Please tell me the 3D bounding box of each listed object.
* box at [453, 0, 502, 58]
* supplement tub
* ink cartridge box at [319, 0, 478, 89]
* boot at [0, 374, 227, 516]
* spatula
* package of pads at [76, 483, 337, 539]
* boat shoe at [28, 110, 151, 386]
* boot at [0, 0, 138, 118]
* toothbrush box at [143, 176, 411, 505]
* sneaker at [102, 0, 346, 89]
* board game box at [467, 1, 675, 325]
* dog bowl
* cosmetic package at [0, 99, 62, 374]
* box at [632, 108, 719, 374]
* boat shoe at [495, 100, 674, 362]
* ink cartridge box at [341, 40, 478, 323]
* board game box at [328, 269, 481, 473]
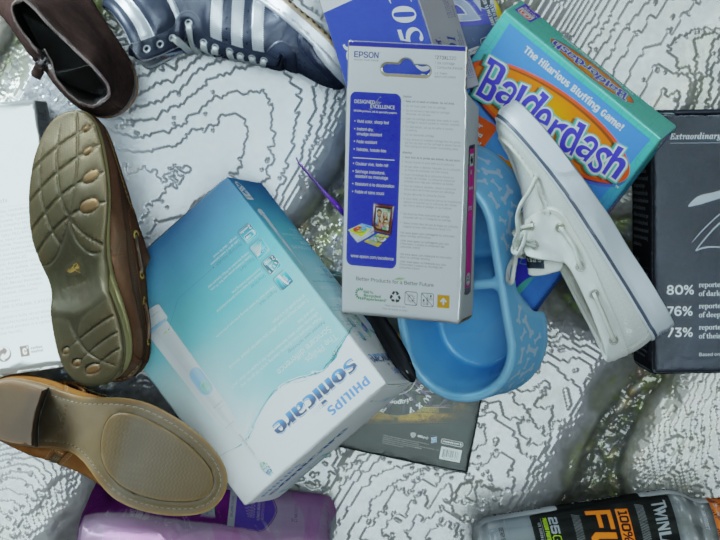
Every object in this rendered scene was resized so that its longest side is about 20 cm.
[{"bbox_3d":[0.050,-0.254,1.721,0.070,0.064,0.202,-21,93,0],"label":"box"},{"bbox_3d":[0.191,0.236,1.720,0.198,0.123,0.124,-9,93,-2],"label":"supplement tub"},{"bbox_3d":[0.014,-0.217,1.663,0.094,0.044,0.202,-18,90,42],"label":"ink cartridge box"},{"bbox_3d":[-0.188,0.123,1.685,0.198,0.155,0.074,23,88,1],"label":"boot"},{"bbox_3d":[0.000,0.000,1.699,0.020,0.057,0.201,-27,66,8],"label":"spatula"},{"bbox_3d":[-0.116,0.212,1.709,0.198,0.121,0.076,7,106,-2],"label":"package of pads"},{"bbox_3d":[-0.194,-0.016,1.645,0.071,0.067,0.202,-11,85,27],"label":"boat shoe"},{"bbox_3d":[-0.238,-0.200,1.661,0.072,0.166,0.200,-40,91,2],"label":"boot"},{"bbox_3d":[-0.081,0.053,1.687,0.146,0.085,0.200,-42,78,12],"label":"toothbrush box"},{"bbox_3d":[-0.105,-0.176,1.716,0.199,0.070,0.109,38,87,3],"label":"sneaker"},{"bbox_3d":[0.119,-0.076,1.688,0.152,0.045,0.201,39,117,9],"label":"board game box"},{"bbox_3d":[0.074,0.006,1.680,0.111,0.050,0.202,-4,105,26],"label":"dog bowl"},{"bbox_3d":[-0.260,-0.027,1.704,0.073,0.102,0.202,-7,94,-2],"label":"cosmetic package"},{"bbox_3d":[0.287,-0.024,1.719,0.146,0.104,0.202,0,92,-1],"label":"box"},{"bbox_3d":[0.139,-0.020,1.621,0.086,0.075,0.203,-34,99,0],"label":"boat shoe"},{"bbox_3d":[0.036,-0.065,1.626,0.094,0.037,0.202,5,101,22],"label":"ink cartridge box"},{"bbox_3d":[0.000,0.073,1.752,0.198,0.028,0.137,12,92,-2],"label":"board game box"}]
